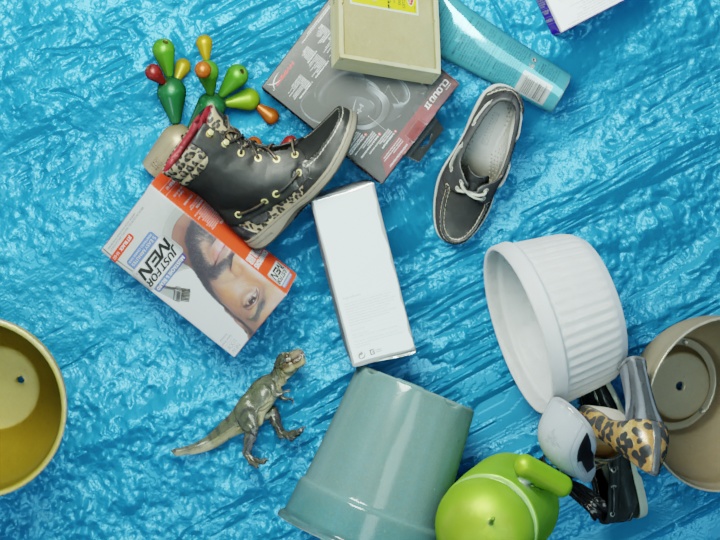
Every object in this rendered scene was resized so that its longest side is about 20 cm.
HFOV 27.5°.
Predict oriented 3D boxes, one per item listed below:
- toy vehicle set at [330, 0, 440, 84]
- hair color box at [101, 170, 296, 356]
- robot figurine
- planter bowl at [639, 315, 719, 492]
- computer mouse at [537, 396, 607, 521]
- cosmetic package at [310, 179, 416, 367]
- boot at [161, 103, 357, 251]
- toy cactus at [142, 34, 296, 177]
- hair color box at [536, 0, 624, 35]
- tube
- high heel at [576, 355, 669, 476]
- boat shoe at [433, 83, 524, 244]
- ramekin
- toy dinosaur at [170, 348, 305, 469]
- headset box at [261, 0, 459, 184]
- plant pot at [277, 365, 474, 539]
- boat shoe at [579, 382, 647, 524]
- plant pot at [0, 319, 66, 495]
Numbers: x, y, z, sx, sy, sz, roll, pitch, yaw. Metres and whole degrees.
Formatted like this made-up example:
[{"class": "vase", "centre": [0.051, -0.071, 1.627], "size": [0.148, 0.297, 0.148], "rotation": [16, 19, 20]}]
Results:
[{"class": "toy vehicle set", "centre": [0.027, -0.314, 1.665], "size": [0.123, 0.027, 0.202], "rotation": [7, 68, -21]}, {"class": "hair color box", "centre": [-0.187, -0.008, 1.709], "size": [0.199, 0.064, 0.111], "rotation": [38, 114, -7]}, {"class": "robot figurine", "centre": [0.152, 0.273, 1.639], "size": [0.116, 0.200, 0.176], "rotation": [42, 111, 12]}, {"class": "planter bowl", "centre": [0.397, 0.143, 1.726], "size": [0.198, 0.135, 0.203], "rotation": [-2, 98, -15]}, {"class": "computer mouse", "centre": [0.228, 0.210, 1.658], "size": [0.044, 0.201, 0.110], "rotation": [-38, 56, -15]}, {"class": "cosmetic package", "centre": [0.000, 0.000, 1.713], "size": [0.080, 0.113, 0.202], "rotation": [-13, 98, -2]}, {"class": "boot", "centre": [-0.112, -0.132, 1.639], "size": [0.150, 0.073, 0.200], "rotation": [35, 115, -20]}, {"class": "toy cactus", "centre": [-0.185, -0.168, 1.704], "size": [0.200, 0.102, 0.165], "rotation": [42, 102, -16]}, {"class": "hair color box", "centre": [0.232, -0.388, 1.711], "size": [0.109, 0.065, 0.201], "rotation": [-26, 98, 0]}, {"class": "tube", "centre": [0.150, -0.256, 1.730], "size": [0.199, 0.050, 0.078], "rotation": [30, 94, -2]}, {"class": "high heel", "centre": [0.282, 0.210, 1.640], "size": [0.071, 0.144, 0.201], "rotation": [8, 136, -12]}, {"class": "boat shoe", "centre": [0.138, -0.118, 1.720], "size": [0.073, 0.060, 0.201], "rotation": [23, 106, -6]}, {"class": "ramekin", "centre": [0.226, 0.053, 1.691], "size": [0.104, 0.200, 0.202], "rotation": [-18, 96, -10]}, {"class": "toy dinosaur", "centre": [-0.124, 0.182, 1.757], "size": [0.200, 0.047, 0.088], "rotation": [-42, 82, 2]}, {"class": "headset box", "centre": [0.006, -0.208, 1.710], "size": [0.199, 0.077, 0.149], "rotation": [37, 92, -7]}, {"class": "plant pot", "centre": [0.031, 0.226, 1.703], "size": [0.198, 0.200, 0.198], "rotation": [22, 87, -5]}, {"class": "boat shoe", "centre": [0.285, 0.213, 1.766], "size": [0.066, 0.074, 0.201], "rotation": [-20, 106, -13]}, {"class": "plant pot", "centre": [-0.425, 0.143, 1.680], "size": [0.198, 0.142, 0.202], "rotation": [0, 96, -3]}]
